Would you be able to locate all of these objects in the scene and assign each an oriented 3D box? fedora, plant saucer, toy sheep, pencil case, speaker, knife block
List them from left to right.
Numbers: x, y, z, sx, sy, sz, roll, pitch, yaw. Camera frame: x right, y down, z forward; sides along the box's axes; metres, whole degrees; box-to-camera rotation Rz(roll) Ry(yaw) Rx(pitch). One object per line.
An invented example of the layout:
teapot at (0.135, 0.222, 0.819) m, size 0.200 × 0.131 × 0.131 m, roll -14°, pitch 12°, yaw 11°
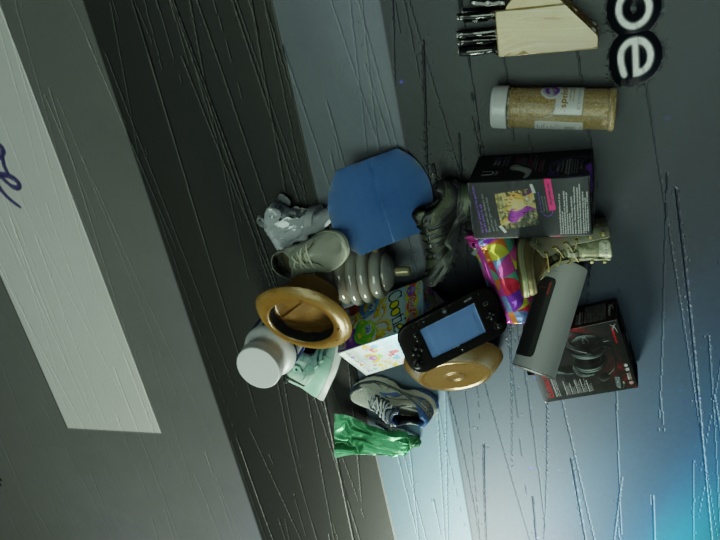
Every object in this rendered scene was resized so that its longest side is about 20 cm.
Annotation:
fedora at (-0.099, 0.067, 1.373) m, size 0.196 × 0.083 × 0.203 m, roll 13°, pitch 143°, yaw 10°
toy sheep at (0.000, 0.000, 1.412) m, size 0.196 × 0.138 × 0.141 m, roll -3°, pitch 117°, yaw 21°
plant saucer at (0.183, 0.193, 1.433) m, size 0.195 × 0.036 × 0.202 m, roll -2°, pitch 149°, yaw -1°
pencil case at (0.259, 0.003, 1.339) m, size 0.087 × 0.089 × 0.203 m, roll -20°, pitch 109°, yaw 28°
knife block at (0.249, -0.367, 1.154) m, size 0.199 × 0.064 × 0.176 m, roll 40°, pitch 124°, yaw -4°
speaker at (0.335, 0.082, 1.295) m, size 0.080 × 0.081 × 0.204 m, roll 18°, pitch 85°, yaw 9°

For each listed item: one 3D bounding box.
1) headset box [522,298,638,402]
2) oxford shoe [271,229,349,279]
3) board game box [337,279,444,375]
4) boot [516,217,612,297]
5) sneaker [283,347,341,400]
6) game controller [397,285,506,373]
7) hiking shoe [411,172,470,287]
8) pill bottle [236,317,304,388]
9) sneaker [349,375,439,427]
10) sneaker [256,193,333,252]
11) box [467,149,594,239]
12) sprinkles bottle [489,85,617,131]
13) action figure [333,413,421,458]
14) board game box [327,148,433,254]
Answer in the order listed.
headset box at (0.400, 0.154, 1.372) m, size 0.196 × 0.077 × 0.151 m, roll -15°, pitch 112°, yaw 25°
oxford shoe at (-0.096, -0.025, 1.366) m, size 0.198 × 0.057 × 0.077 m, roll -14°, pitch 96°, yaw 44°
board game box at (0.065, 0.115, 1.443) m, size 0.197 × 0.105 × 0.105 m, roll -21°, pitch 137°, yaw 29°
boot at (0.340, -0.028, 1.223) m, size 0.151 × 0.201 × 0.073 m, roll 1°, pitch 124°, yaw 18°
sneaker at (-0.102, 0.189, 1.579) m, size 0.116 × 0.074 × 0.203 m, roll 23°, pitch 126°, yaw 0°
game controller at (0.165, 0.106, 1.324) m, size 0.197 × 0.042 × 0.106 m, roll -27°, pitch 120°, yaw 1°
hiking shoe at (0.134, -0.073, 1.332) m, size 0.099 × 0.076 × 0.204 m, roll 18°, pitch 103°, yaw -2°
pill bottle at (-0.170, 0.142, 1.507) m, size 0.113 × 0.201 × 0.118 m, roll 9°, pitch 121°, yaw 16°
sneaker at (0.064, 0.285, 1.565) m, size 0.195 × 0.085 × 0.079 m, roll 8°, pitch 120°, yaw 17°
sneaker at (-0.117, -0.103, 1.428) m, size 0.199 × 0.075 × 0.115 m, roll -33°, pitch 105°, yaw 35°
box at (0.290, -0.127, 1.233) m, size 0.196 × 0.123 × 0.108 m, roll 0°, pitch 118°, yaw 21°
sprinkles bottle at (0.310, -0.262, 1.185) m, size 0.195 × 0.068 × 0.070 m, roll 5°, pitch 119°, yaw 17°
action figure at (0.039, 0.376, 1.643) m, size 0.195 × 0.055 × 0.121 m, roll 5°, pitch 118°, yaw 10°
board game box at (0.034, -0.129, 1.354) m, size 0.196 × 0.039 × 0.161 m, roll -21°, pitch 102°, yaw -6°
